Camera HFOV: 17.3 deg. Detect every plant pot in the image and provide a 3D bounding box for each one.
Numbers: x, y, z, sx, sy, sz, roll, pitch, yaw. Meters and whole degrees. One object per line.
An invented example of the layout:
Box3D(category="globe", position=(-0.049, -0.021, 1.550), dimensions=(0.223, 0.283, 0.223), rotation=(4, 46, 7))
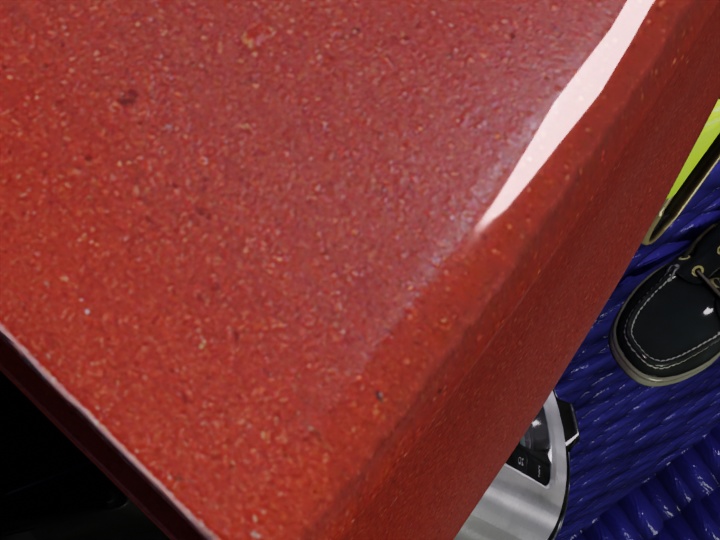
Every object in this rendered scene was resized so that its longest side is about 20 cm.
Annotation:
Box3D(category="plant pot", position=(-0.020, -0.057, 0.460), dimensions=(0.176, 0.200, 0.200), rotation=(-45, 169, -9))

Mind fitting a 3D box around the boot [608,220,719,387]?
Box3D(category="boot", position=(0.258, -0.017, 1.554), dimensions=(0.203, 0.074, 0.154), rotation=(-33, 165, -31))

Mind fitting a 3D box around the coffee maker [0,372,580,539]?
Box3D(category="coffee maker", position=(-0.052, 0.048, 0.777), dimensions=(0.191, 0.136, 0.200), rotation=(3, 162, 31))

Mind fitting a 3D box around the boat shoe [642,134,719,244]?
Box3D(category="boat shoe", position=(0.181, -0.094, 1.088), dimensions=(0.200, 0.063, 0.073), rotation=(-45, 163, 33))

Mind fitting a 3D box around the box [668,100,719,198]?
Box3D(category="box", position=(-0.003, -0.044, 0.661), dimensions=(0.199, 0.122, 0.048), rotation=(-26, 158, -40))
